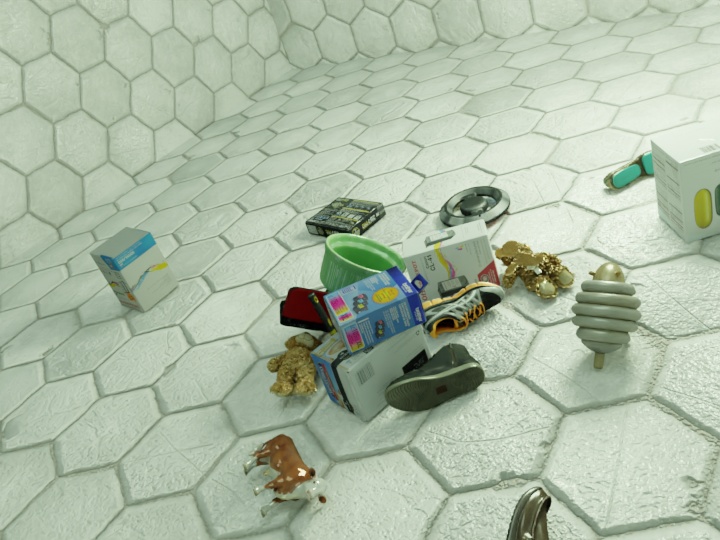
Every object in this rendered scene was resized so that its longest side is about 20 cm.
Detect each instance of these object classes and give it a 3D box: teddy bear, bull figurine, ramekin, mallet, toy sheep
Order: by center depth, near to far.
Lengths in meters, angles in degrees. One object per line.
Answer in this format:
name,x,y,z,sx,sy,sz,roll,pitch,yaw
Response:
bull figurine,-0.140,0.374,1.279,0.121,0.065,0.200,-20,27,-16
toy sheep,0.458,0.084,1.310,0.137,0.201,0.138,4,-6,0
mallet,-0.054,0.129,1.510,0.041,0.201,0.066,-14,16,37
teddy bear,-0.134,0.203,1.544,0.144,0.067,0.200,1,35,29
teddy bear,0.391,0.004,1.590,0.199,0.067,0.145,21,58,41
ramekin,0.000,0.000,1.649,0.199,0.098,0.200,16,22,-7

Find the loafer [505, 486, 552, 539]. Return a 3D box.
loafer,0.243,0.404,1.006,0.071,0.073,0.200,11,46,27

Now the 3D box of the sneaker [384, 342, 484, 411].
sneaker,0.136,0.211,1.391,0.199,0.075,0.106,-13,24,-7

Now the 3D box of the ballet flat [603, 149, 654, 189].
ballet flat,0.723,-0.269,1.833,0.199,0.068,0.075,-24,14,-2

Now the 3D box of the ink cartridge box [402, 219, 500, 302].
ink cartridge box,0.211,-0.016,1.635,0.199,0.148,0.086,-16,29,9

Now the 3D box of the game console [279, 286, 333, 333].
game console,-0.075,0.075,1.588,0.199,0.119,0.172,11,18,-10

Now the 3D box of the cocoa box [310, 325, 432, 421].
cocoa box,0.025,0.180,1.435,0.200,0.134,0.131,-36,32,-27

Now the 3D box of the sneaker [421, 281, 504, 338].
sneaker,0.224,0.091,1.535,0.199,0.078,0.077,-22,42,4

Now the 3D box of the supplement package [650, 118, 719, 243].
supplement package,0.751,-0.198,1.549,0.151,0.201,0.151,-17,30,6

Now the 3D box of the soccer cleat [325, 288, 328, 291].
soccer cleat,-0.042,0.047,1.754,0.081,0.068,0.200,-11,12,35

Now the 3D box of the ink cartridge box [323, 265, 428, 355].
ink cartridge box,0.041,0.070,1.399,0.199,0.077,0.137,-22,28,-8

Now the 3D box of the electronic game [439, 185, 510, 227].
electronic game,0.315,-0.175,1.941,0.199,0.042,0.200,-15,32,9

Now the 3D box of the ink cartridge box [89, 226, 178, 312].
ink cartridge box,-0.674,-0.003,2.105,0.147,0.201,0.145,11,43,42

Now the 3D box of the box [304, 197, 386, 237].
box,-0.047,-0.159,2.132,0.199,0.049,0.161,12,44,44
